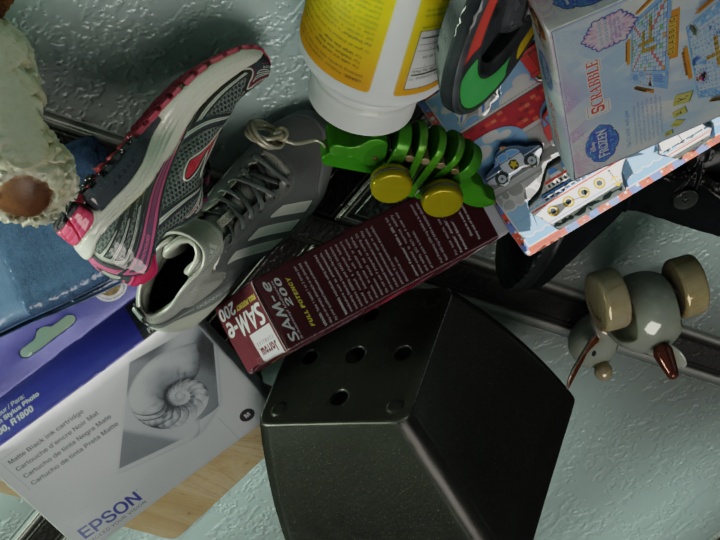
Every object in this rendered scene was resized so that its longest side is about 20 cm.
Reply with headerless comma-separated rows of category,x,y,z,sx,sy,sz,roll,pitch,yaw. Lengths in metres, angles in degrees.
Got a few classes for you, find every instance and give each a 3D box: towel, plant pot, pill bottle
towel,-0.259,-0.014,1.510,0.199,0.112,0.049,-23,176,12
plant pot,0.032,0.122,1.642,0.199,0.201,0.178,-3,136,30
pill bottle,0.021,-0.187,1.374,0.109,0.110,0.200,1,137,-16

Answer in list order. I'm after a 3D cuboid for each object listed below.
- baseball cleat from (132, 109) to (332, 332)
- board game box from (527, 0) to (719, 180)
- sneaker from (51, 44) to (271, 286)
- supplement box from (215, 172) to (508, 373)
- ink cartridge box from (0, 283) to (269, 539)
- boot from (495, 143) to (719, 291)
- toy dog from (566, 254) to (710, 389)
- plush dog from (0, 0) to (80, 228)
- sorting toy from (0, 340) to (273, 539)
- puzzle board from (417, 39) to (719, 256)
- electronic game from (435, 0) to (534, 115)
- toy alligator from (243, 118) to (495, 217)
baseball cleat,-0.089,-0.036,1.483,0.200,0.070,0.106,-54,172,-2
board game box,0.217,-0.161,1.380,0.199,0.041,0.200,-23,152,-2
sneaker,-0.127,-0.077,1.420,0.075,0.200,0.081,43,159,-13
supplement box,0.000,0.000,1.532,0.199,0.061,0.109,-29,178,-22
ink cartridge box,-0.194,0.102,1.580,0.199,0.041,0.200,-37,130,4
boot,0.217,-0.047,1.613,0.167,0.077,0.201,13,127,-22
toy dog,0.225,0.058,1.672,0.131,0.097,0.200,-16,164,7
plush dog,-0.280,-0.106,1.392,0.199,0.161,0.172,22,149,-11
sorting toy,-0.184,0.122,1.706,0.199,0.070,0.199,21,129,-35
puzzle board,0.162,-0.117,1.508,0.200,0.017,0.151,-31,105,21
electronic game,0.107,-0.193,1.352,0.041,0.200,0.200,30,137,12
toy alligator,0.018,-0.088,1.455,0.199,0.059,0.054,16,133,-24
